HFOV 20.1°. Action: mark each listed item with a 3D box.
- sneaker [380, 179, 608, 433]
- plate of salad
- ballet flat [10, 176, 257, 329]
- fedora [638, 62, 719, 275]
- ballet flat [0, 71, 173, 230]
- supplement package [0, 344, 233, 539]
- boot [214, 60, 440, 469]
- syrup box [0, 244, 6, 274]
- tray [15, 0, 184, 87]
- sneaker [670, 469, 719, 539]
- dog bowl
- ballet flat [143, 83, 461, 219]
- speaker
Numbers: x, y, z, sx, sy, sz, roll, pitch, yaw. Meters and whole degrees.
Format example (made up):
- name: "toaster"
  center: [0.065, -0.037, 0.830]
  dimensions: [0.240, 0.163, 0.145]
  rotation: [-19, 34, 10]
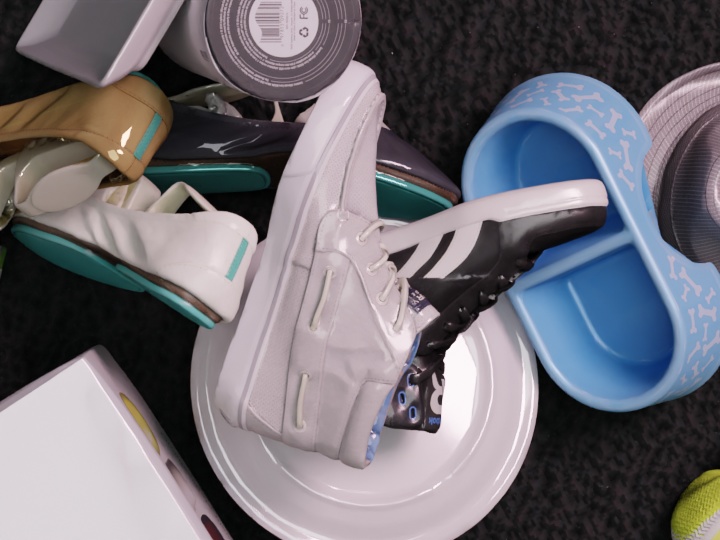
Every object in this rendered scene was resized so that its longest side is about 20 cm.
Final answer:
- name: "sneaker"
  center: [0.049, 0.027, 1.098]
  dimensions: [0.199, 0.073, 0.112]
  rotation: [-17, 85, 15]
- name: "plate of salad"
  center: [0.002, 0.065, 1.159]
  dimensions: [0.199, 0.048, 0.201]
  rotation: [2, 78, -8]
- name: "ballet flat"
  center: [-0.117, -0.020, 1.092]
  dimensions: [0.069, 0.200, 0.070]
  rotation: [-10, 107, -35]
- name: "fedora"
  center: [0.249, -0.035, 1.159]
  dimensions: [0.199, 0.090, 0.178]
  rotation: [18, 88, -4]
- name: "ballet flat"
  center: [-0.185, -0.055, 1.083]
  dimensions: [0.069, 0.199, 0.063]
  rotation: [39, 49, -35]
- name: "supplement package"
  center: [-0.149, 0.157, 1.070]
  dimensions: [0.147, 0.200, 0.192]
  rotation: [-33, 93, -4]
- name: "boot"
  center: [0.000, 0.000, 1.046]
  dimensions: [0.095, 0.074, 0.201]
  rotation: [21, 102, 12]
- name: "syrup box"
  center: [-0.241, 0.013, 1.063]
  dimensions: [0.081, 0.200, 0.079]
  rotation: [13, 88, -4]
- name: "tray"
  center: [-0.128, -0.148, 1.082]
  dimensions: [0.022, 0.200, 0.108]
  rotation: [31, 89, -24]
- name: "sneaker"
  center: [0.274, 0.112, 1.158]
  dimensions: [0.105, 0.076, 0.200]
  rotation: [37, 115, -17]
- name: "dog bowl"
  center: [0.126, -0.011, 1.140]
  dimensions: [0.111, 0.050, 0.201]
  rotation: [-25, 92, 34]
- name: "ballet flat"
  center: [-0.041, -0.073, 1.148]
  dimensions: [0.199, 0.073, 0.073]
  rotation: [5, 89, 2]
- name: "speaker"
  center: [-0.060, -0.135, 1.077]
  dimensions: [0.081, 0.200, 0.082]
  rotation: [-2, 100, -13]
